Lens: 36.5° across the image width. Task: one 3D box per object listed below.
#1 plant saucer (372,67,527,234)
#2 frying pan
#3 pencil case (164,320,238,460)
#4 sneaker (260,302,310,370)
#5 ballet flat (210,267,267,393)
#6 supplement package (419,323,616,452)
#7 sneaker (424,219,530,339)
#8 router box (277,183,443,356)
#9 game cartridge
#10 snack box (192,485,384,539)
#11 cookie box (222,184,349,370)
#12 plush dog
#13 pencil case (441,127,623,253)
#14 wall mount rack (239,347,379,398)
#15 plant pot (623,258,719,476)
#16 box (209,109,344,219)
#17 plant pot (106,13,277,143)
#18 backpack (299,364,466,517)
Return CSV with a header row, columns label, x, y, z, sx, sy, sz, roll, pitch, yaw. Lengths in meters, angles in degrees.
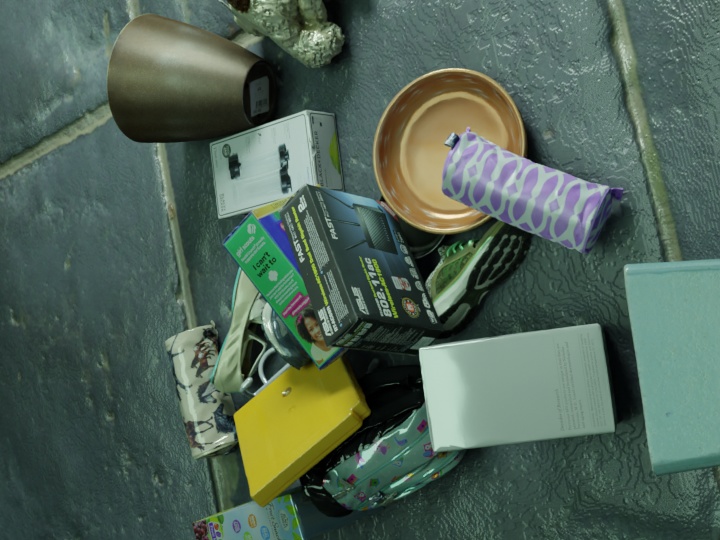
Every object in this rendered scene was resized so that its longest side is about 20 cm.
label,x,y,z,sx,sy,sz,roll,pitch,yaw
plant saucer,0.111,-0.144,1.334,0.198,0.037,0.202,-1,87,26
frying pan,0.079,-0.107,1.390,0.114,0.031,0.192,17,92,35
pencil case,-0.230,0.177,1.631,0.078,0.089,0.202,136,120,-63
sneaker,-0.078,0.042,1.453,0.086,0.078,0.201,-31,36,22
ballet flat,-0.160,0.083,1.581,0.069,0.069,0.202,19,97,38
supplement package,0.177,0.129,1.213,0.198,0.117,0.119,-9,85,13
sneaker,0.125,-0.011,1.333,0.200,0.076,0.089,-51,52,26
router box,0.000,0.000,1.315,0.062,0.149,0.201,-43,55,33
game cartridge,-0.077,0.184,1.372,0.176,0.032,0.200,-40,26,5
snack box,-0.096,0.328,1.461,0.199,0.168,0.068,-23,80,37
cookie box,-0.052,0.003,1.381,0.200,0.171,0.075,50,122,6
plush dog,-0.095,-0.398,1.472,0.199,0.160,0.172,34,89,34
pencil case,0.187,-0.091,1.238,0.199,0.086,0.084,27,152,17
wall mount rack,-0.064,0.152,1.496,0.174,0.075,0.200,-43,62,-1
plant pot,0.386,0.079,1.043,0.198,0.195,0.199,-9,85,29
box,-0.120,-0.145,1.538,0.199,0.060,0.118,-13,83,40
plant pot,-0.226,-0.264,1.569,0.198,0.187,0.189,11,99,25
backpack,0.033,0.209,1.353,0.199,0.167,0.127,-32,113,22
